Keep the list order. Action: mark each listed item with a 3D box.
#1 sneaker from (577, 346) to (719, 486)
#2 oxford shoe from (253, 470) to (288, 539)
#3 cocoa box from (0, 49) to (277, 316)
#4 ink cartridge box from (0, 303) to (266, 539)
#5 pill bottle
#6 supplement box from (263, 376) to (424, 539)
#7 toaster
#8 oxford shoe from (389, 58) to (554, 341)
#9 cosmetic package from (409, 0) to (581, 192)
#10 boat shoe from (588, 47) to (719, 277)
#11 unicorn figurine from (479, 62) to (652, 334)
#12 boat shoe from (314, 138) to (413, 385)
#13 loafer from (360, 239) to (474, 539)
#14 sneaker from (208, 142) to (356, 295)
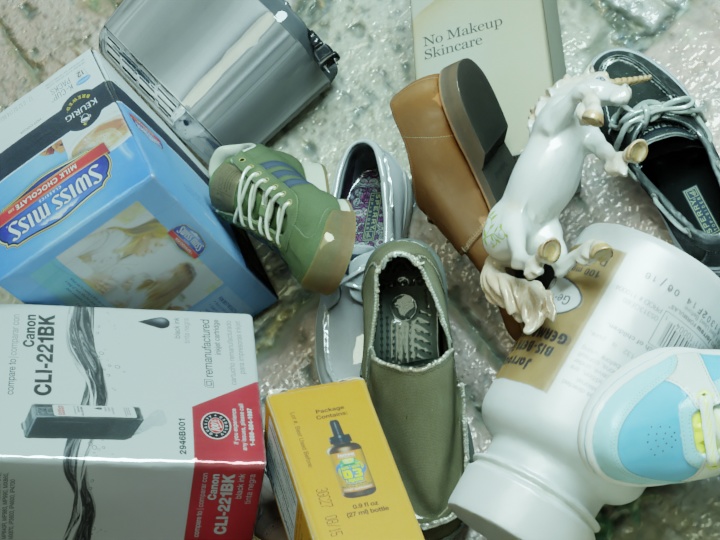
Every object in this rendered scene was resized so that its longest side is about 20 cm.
[{"bbox_3d":[0.230,0.081,0.829,0.199,0.130,0.080,-12,96,-22],"label":"sneaker"},{"bbox_3d":[-0.015,0.184,0.963,0.199,0.071,0.073,22,70,32],"label":"oxford shoe"},{"bbox_3d":[-0.172,-0.030,1.064,0.133,0.200,0.132,-33,56,6],"label":"cocoa box"},{"bbox_3d":[-0.168,0.099,0.962,0.198,0.084,0.145,2,39,-11],"label":"ink cartridge box"},{"bbox_3d":[0.140,0.082,0.922,0.114,0.114,0.201,24,75,31],"label":"pill bottle"},{"bbox_3d":[-0.004,0.158,0.882,0.066,0.069,0.201,-7,46,-15],"label":"supplement box"},{"bbox_3d":[-0.112,-0.167,1.166,0.129,0.114,0.200,-45,58,0],"label":"toaster"},{"bbox_3d":[0.078,-0.038,0.998,0.071,0.071,0.201,-17,100,30],"label":"oxford shoe"},{"bbox_3d":[0.096,-0.147,1.087,0.103,0.073,0.201,-13,61,17],"label":"cosmetic package"},{"bbox_3d":[0.203,-0.086,1.010,0.073,0.068,0.200,-23,57,10],"label":"boat shoe"},{"bbox_3d":[0.127,-0.065,0.919,0.200,0.074,0.137,-52,17,-3],"label":"unicorn figurine"},{"bbox_3d":[0.000,0.000,1.053,0.071,0.069,0.201,2,65,24],"label":"boat shoe"},{"bbox_3d":[0.029,0.076,0.963,0.075,0.070,0.202,-10,81,6],"label":"loafer"},{"bbox_3d":[-0.064,-0.042,1.034,0.200,0.089,0.068,-116,45,-69],"label":"sneaker"}]
